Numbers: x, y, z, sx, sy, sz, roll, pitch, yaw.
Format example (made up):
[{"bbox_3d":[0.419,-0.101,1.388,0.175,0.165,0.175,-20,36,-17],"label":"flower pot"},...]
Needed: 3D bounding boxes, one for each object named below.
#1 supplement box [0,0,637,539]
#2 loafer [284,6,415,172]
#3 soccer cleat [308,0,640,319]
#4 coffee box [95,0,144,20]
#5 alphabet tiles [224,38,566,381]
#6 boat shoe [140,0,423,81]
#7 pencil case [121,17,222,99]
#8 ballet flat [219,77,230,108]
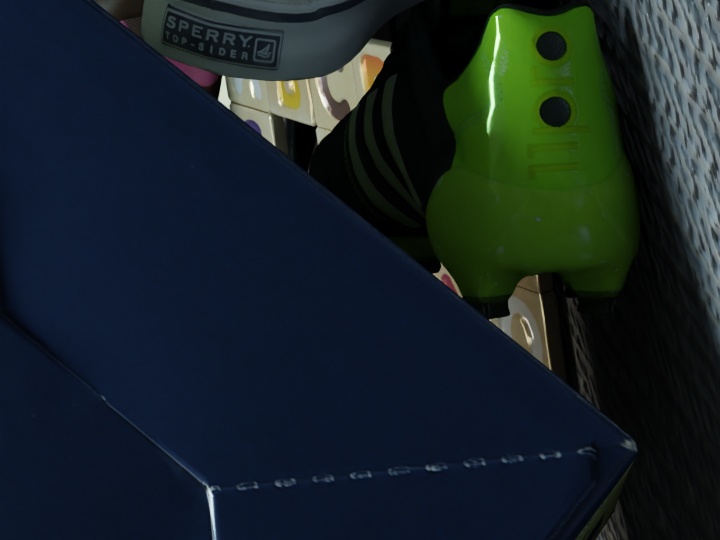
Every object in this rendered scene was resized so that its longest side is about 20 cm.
[{"bbox_3d":[-0.049,0.042,0.688,0.200,0.134,0.200,39,176,8],"label":"supplement box"},{"bbox_3d":[-0.012,-0.094,1.022,0.072,0.063,0.201,-110,10,-59],"label":"loafer"},{"bbox_3d":[0.029,-0.037,0.710,0.200,0.067,0.082,-155,63,-77],"label":"soccer cleat"},{"bbox_3d":[-0.079,-0.147,0.875,0.080,0.199,0.113,-112,12,-48],"label":"coffee box"},{"bbox_3d":[0.010,0.006,0.892,0.200,0.008,0.168,20,122,60],"label":"alphabet tiles"},{"bbox_3d":[-0.008,-0.119,0.730,0.202,0.074,0.087,-50,-27,-64],"label":"boat shoe"},{"bbox_3d":[-0.079,-0.128,0.987,0.094,0.090,0.201,7,87,65],"label":"pencil case"},{"bbox_3d":[-0.064,-0.058,1.135,0.200,0.069,0.070,120,145,-44],"label":"ballet flat"}]
